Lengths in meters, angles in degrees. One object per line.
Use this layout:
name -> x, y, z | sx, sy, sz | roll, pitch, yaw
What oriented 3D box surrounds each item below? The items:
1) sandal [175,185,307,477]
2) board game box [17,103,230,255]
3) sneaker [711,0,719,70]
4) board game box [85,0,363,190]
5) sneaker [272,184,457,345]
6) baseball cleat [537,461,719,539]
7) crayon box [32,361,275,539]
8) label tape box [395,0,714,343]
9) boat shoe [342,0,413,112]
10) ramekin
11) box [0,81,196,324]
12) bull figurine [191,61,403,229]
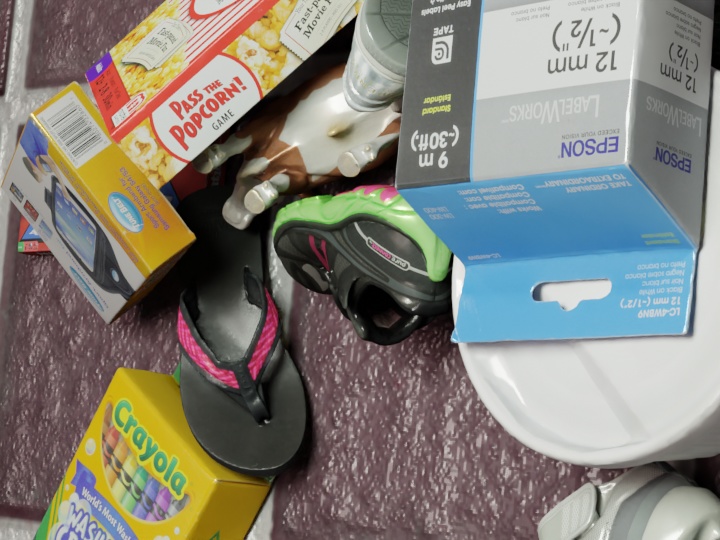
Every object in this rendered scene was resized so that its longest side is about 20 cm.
sandal -> -0.082, 0.031, 1.200 | 0.074, 0.045, 0.202 | -12, 64, -2
board game box -> -0.164, -0.065, 1.340 | 0.199, 0.019, 0.104 | -2, 79, 44
sneaker -> 0.151, -0.145, 1.008 | 0.199, 0.078, 0.086 | -13, 72, 43
board game box -> -0.068, -0.148, 1.152 | 0.200, 0.046, 0.152 | -41, 23, 2
sneaker -> 0.000, 0.000, 1.089 | 0.200, 0.076, 0.085 | 169, 101, -73
baseball cleat -> 0.116, 0.190, 0.991 | 0.106, 0.069, 0.201 | 35, 97, 48
crayon box -> -0.135, 0.154, 1.244 | 0.126, 0.051, 0.201 | 42, 110, 41
label tape box -> 0.089, -0.071, 0.930 | 0.142, 0.066, 0.202 | -4, 75, 44
boat shoe -> 0.051, -0.166, 1.066 | 0.203, 0.074, 0.065 | -58, 5, -34
ramekin -> 0.148, 0.002, 0.965 | 0.201, 0.094, 0.205 | -14, 69, 41
box -> -0.171, -0.035, 1.236 | 0.119, 0.041, 0.200 | 52, 158, 0
bull figurine -> -0.024, -0.078, 1.146 | 0.199, 0.121, 0.065 | -29, 94, 30
